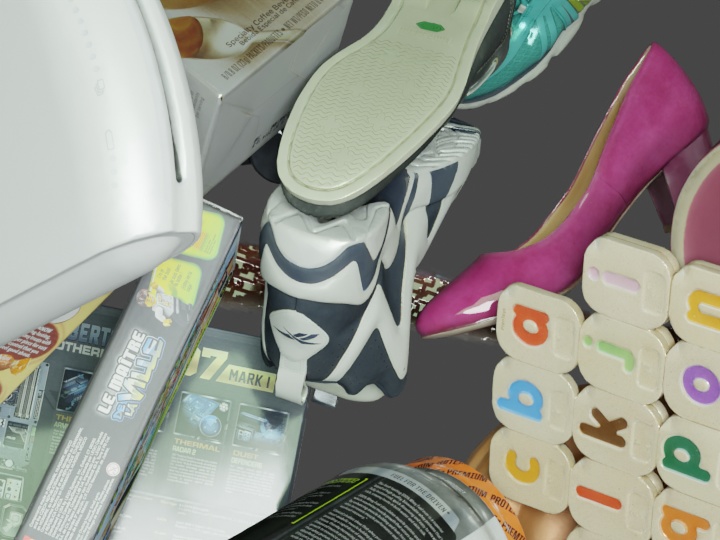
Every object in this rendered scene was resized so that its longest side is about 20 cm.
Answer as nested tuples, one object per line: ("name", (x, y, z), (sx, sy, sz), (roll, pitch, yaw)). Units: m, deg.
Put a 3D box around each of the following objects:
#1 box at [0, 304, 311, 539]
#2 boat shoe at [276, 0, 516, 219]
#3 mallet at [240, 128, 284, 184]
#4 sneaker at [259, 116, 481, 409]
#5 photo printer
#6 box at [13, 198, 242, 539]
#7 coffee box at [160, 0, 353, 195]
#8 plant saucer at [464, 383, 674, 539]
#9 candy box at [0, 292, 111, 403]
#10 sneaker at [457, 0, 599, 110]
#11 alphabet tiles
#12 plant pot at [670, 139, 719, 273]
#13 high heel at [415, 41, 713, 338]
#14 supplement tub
("box", (-0.133, 0.099, 1.399), (0.198, 0.051, 0.159), (11, 79, -2))
("boat shoe", (0.023, -0.086, 1.335), (0.071, 0.068, 0.200), (20, 49, 18))
("mallet", (-0.112, -0.041, 1.415), (0.199, 0.066, 0.041), (-22, 106, -5))
("sneaker", (0.000, 0.000, 1.382), (0.079, 0.199, 0.130), (15, 118, 9))
("photo printer", (-0.160, -0.057, 1.235), (0.199, 0.069, 0.168), (-24, 76, 34))
("box", (-0.116, 0.068, 1.324), (0.035, 0.110, 0.201), (24, 77, 1))
("coffee box", (-0.118, -0.140, 1.319), (0.199, 0.080, 0.114), (35, 49, 14))
("plant saucer", (0.138, 0.157, 1.419), (0.198, 0.037, 0.202), (0, 82, -3))
("candy box", (-0.207, 0.010, 1.347), (0.200, 0.055, 0.116), (-43, 57, 16))
("sneaker", (0.105, -0.168, 1.442), (0.200, 0.080, 0.078), (-42, 87, -8))
("alphabet tiles", (0.149, 0.084, 1.331), (0.195, 0.015, 0.201), (18, 119, 31))
("plant pot", (0.251, -0.025, 1.340), (0.199, 0.179, 0.202), (10, 108, 34))
("high heel", (0.100, -0.039, 1.429), (0.199, 0.067, 0.097), (-28, 94, -22))
("supplement tub", (-0.012, 0.170, 1.317), (0.199, 0.122, 0.123), (-27, 83, -45))
